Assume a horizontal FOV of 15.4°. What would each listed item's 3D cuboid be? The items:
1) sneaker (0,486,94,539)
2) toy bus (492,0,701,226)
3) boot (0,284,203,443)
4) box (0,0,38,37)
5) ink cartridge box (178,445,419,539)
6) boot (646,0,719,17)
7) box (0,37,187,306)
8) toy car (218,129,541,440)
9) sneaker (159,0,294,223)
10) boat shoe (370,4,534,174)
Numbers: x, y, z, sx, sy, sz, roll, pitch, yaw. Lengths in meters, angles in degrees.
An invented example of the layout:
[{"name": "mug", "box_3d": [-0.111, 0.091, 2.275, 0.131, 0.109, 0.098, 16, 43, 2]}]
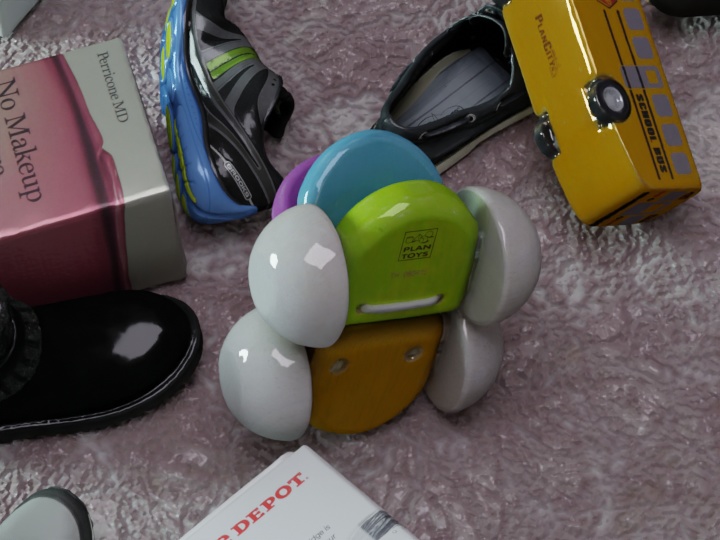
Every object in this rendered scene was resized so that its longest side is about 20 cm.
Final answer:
[{"name": "sneaker", "box_3d": [-0.216, 0.210, 1.557, 0.074, 0.079, 0.201, 21, 62, 16]}, {"name": "toy bus", "box_3d": [0.147, -0.132, 1.707, 0.078, 0.065, 0.201, -5, 71, -40]}, {"name": "boot", "box_3d": [-0.201, 0.038, 1.608, 0.210, 0.158, 0.080, -17, 61, -8]}, {"name": "box", "box_3d": [-0.268, -0.303, 1.821, 0.199, 0.131, 0.199, 29, 65, 18]}, {"name": "ink cartridge box", "box_3d": [-0.017, 0.215, 1.516, 0.145, 0.084, 0.200, -38, 49, -18]}, {"name": "boot", "box_3d": [0.297, -0.160, 1.754, 0.199, 0.078, 0.139, -10, 65, -2]}, {"name": "box", "box_3d": [-0.223, -0.045, 1.685, 0.199, 0.109, 0.128, -17, 61, -7]}, {"name": "toy car", "box_3d": [0.000, 0.000, 1.605, 0.174, 0.200, 0.150, -7, 52, -23]}, {"name": "sneaker", "box_3d": [-0.087, -0.119, 1.753, 0.082, 0.071, 0.201, -1, 60, -15]}, {"name": "boat shoe", "box_3d": [0.081, -0.137, 1.750, 0.199, 0.066, 0.075, -36, 64, -17]}]
